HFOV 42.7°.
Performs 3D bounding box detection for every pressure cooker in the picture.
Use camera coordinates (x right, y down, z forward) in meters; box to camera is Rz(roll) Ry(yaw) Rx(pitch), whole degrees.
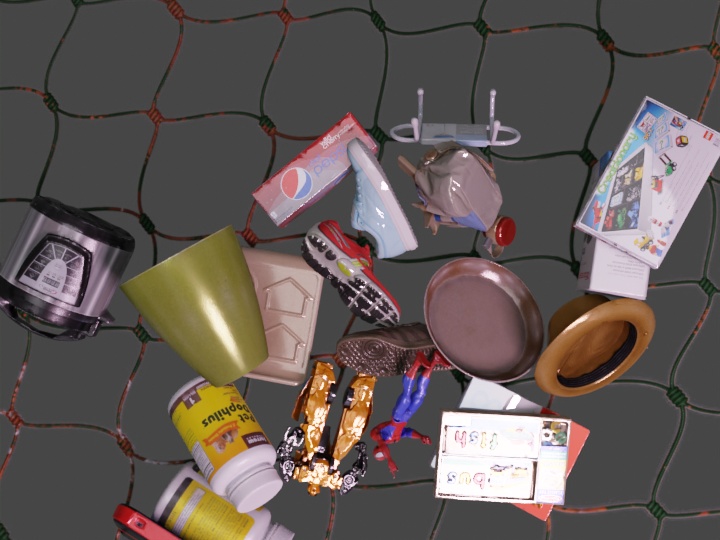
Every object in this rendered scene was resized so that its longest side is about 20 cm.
[{"bbox_3d":[-0.458,0.006,1.417,0.176,0.178,0.201,28,92,37],"label":"pressure cooker"}]

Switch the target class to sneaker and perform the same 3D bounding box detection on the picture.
[{"bbox_3d":[0.014,-0.101,1.394,0.082,0.074,0.200,-26,111,6],"label":"sneaker"},{"bbox_3d":[0.064,0.116,1.415,0.199,0.076,0.071,3,117,4],"label":"sneaker"},{"bbox_3d":[0.000,0.000,1.422,0.200,0.085,0.077,49,136,-10],"label":"sneaker"}]

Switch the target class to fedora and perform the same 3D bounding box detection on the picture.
[{"bbox_3d":[0.334,0.099,1.364,0.200,0.201,0.082,-29,45,4],"label":"fedora"}]

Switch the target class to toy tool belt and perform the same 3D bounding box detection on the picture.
[{"bbox_3d":[0.144,-0.109,1.389,0.123,0.200,0.125,14,69,41],"label":"toy tool belt"}]

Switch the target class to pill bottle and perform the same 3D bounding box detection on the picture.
[{"bbox_3d":[-0.209,0.391,1.408,0.200,0.114,0.115,31,91,6],"label":"pill bottle"},{"bbox_3d":[-0.200,0.259,1.386,0.109,0.109,0.200,-39,65,3],"label":"pill bottle"}]

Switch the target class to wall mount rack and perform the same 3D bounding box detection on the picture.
[{"bbox_3d":[0.140,-0.219,1.366,0.199,0.174,0.075,2,120,5],"label":"wall mount rack"}]

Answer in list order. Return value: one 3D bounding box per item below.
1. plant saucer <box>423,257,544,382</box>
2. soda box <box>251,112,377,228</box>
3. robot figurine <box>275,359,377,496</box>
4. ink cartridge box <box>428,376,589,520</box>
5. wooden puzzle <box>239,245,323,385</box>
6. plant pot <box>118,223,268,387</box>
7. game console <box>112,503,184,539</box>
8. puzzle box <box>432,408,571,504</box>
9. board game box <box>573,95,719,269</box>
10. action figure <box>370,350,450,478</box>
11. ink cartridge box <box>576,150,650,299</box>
[{"bbox_3d":[0.181,0.076,1.378,0.199,0.032,0.201,10,61,-19],"label":"plant saucer"},{"bbox_3d":[-0.069,-0.154,1.436,0.200,0.063,0.070,-39,86,3],"label":"soda box"},{"bbox_3d":[-0.049,0.246,1.416,0.144,0.058,0.201,16,90,-11],"label":"robot figurine"},{"bbox_3d":[0.226,0.270,1.402,0.199,0.047,0.161,27,91,7],"label":"ink cartridge box"},{"bbox_3d":[-0.159,0.068,1.451,0.184,0.046,0.201,10,85,5],"label":"wooden puzzle"},{"bbox_3d":[-0.223,0.063,1.359,0.187,0.187,0.201,-28,97,4],"label":"plant pot"},{"bbox_3d":[-0.282,0.425,1.393,0.200,0.177,0.031,31,65,7],"label":"game console"},{"bbox_3d":[0.211,0.278,1.375,0.199,0.025,0.134,4,95,-5],"label":"puzzle box"},{"bbox_3d":[0.394,-0.119,1.257,0.126,0.035,0.201,29,91,6],"label":"board game box"},{"bbox_3d":[0.078,0.225,1.370,0.099,0.065,0.200,54,126,38],"label":"action figure"},{"bbox_3d":[0.378,-0.062,1.348,0.083,0.145,0.201,8,89,6],"label":"ink cartridge box"}]
